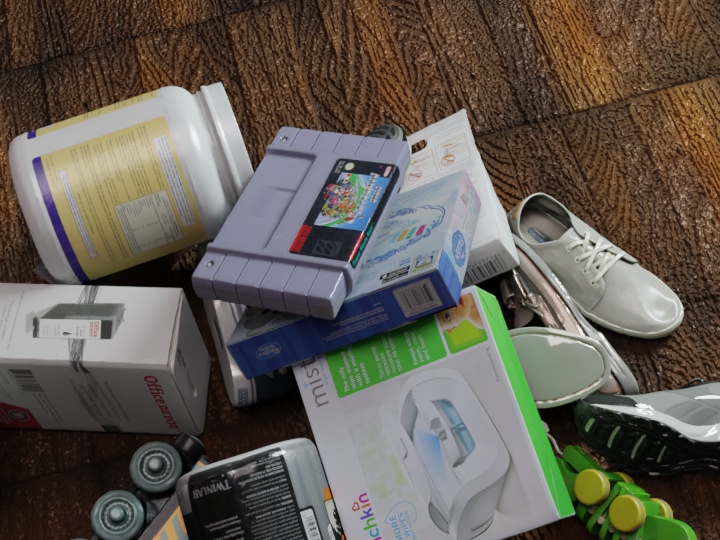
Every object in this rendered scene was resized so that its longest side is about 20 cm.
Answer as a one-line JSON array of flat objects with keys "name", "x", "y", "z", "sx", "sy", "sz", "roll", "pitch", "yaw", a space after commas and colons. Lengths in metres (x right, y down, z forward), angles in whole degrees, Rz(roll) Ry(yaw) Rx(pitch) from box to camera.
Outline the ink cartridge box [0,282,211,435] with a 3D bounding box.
[{"name": "ink cartridge box", "x": -0.247, "y": 0.082, "z": 1.119, "sx": 0.199, "sy": 0.147, "sz": 0.083, "roll": 2, "pitch": 58, "yaw": 6}]

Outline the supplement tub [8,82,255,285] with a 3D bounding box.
[{"name": "supplement tub", "x": -0.202, "y": -0.082, "z": 1.118, "sx": 0.199, "sy": 0.146, "sz": 0.146, "roll": -19, "pitch": 60, "yaw": -5}]

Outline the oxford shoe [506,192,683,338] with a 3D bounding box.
[{"name": "oxford shoe", "x": 0.219, "y": -0.006, "z": 1.170, "sx": 0.200, "sy": 0.058, "sz": 0.075, "roll": 39, "pitch": 67, "yaw": 21}]

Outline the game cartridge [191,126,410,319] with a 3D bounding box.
[{"name": "game cartridge", "x": -0.044, "y": -0.047, "z": 1.035, "sx": 0.129, "sy": 0.038, "sz": 0.200, "roll": 5, "pitch": 46, "yaw": 22}]

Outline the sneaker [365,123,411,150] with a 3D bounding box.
[{"name": "sneaker", "x": -0.026, "y": -0.104, "z": 1.177, "sx": 0.074, "sy": 0.088, "sz": 0.200, "roll": -7, "pitch": 26, "yaw": 48}]

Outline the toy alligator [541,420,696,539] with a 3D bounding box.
[{"name": "toy alligator", "x": 0.201, "y": 0.195, "z": 1.063, "sx": 0.200, "sy": 0.059, "sz": 0.054, "roll": 35, "pitch": 102, "yaw": 41}]

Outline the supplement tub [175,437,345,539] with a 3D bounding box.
[{"name": "supplement tub", "x": -0.067, "y": 0.247, "z": 0.996, "sx": 0.122, "sy": 0.123, "sz": 0.201, "roll": -17, "pitch": 82, "yaw": -4}]

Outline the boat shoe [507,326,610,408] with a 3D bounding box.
[{"name": "boat shoe", "x": 0.126, "y": 0.096, "z": 1.099, "sx": 0.199, "sy": 0.062, "sz": 0.075, "roll": -15, "pitch": 79, "yaw": 16}]

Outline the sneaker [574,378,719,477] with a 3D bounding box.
[{"name": "sneaker", "x": 0.282, "y": 0.132, "z": 1.074, "sx": 0.199, "sy": 0.074, "sz": 0.080, "roll": 7, "pitch": 47, "yaw": -7}]

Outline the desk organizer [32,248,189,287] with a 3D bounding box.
[{"name": "desk organizer", "x": -0.221, "y": -0.036, "z": 1.223, "sx": 0.072, "sy": 0.077, "sz": 0.200, "roll": 32, "pitch": 68, "yaw": 22}]

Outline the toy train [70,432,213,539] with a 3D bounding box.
[{"name": "toy train", "x": -0.182, "y": 0.240, "z": 1.064, "sx": 0.114, "sy": 0.085, "sz": 0.200, "roll": 34, "pitch": 65, "yaw": 8}]

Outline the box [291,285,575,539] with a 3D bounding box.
[{"name": "box", "x": 0.060, "y": 0.140, "z": 1.033, "sx": 0.176, "sy": 0.097, "sz": 0.201, "roll": -21, "pitch": 76, "yaw": 13}]

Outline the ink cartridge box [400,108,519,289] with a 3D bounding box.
[{"name": "ink cartridge box", "x": 0.057, "y": -0.052, "z": 1.204, "sx": 0.160, "sy": 0.050, "sz": 0.200, "roll": -24, "pitch": 40, "yaw": 14}]

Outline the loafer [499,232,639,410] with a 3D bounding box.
[{"name": "loafer", "x": 0.174, "y": 0.052, "z": 1.138, "sx": 0.063, "sy": 0.072, "sz": 0.200, "roll": -34, "pitch": 65, "yaw": -5}]

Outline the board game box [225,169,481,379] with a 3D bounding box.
[{"name": "board game box", "x": 0.000, "y": 0.000, "z": 1.077, "sx": 0.199, "sy": 0.043, "sz": 0.199, "roll": -20, "pitch": 23, "yaw": 21}]

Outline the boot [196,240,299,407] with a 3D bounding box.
[{"name": "boot", "x": -0.099, "y": 0.036, "z": 1.183, "sx": 0.090, "sy": 0.073, "sz": 0.201, "roll": -9, "pitch": 61, "yaw": -15}]
